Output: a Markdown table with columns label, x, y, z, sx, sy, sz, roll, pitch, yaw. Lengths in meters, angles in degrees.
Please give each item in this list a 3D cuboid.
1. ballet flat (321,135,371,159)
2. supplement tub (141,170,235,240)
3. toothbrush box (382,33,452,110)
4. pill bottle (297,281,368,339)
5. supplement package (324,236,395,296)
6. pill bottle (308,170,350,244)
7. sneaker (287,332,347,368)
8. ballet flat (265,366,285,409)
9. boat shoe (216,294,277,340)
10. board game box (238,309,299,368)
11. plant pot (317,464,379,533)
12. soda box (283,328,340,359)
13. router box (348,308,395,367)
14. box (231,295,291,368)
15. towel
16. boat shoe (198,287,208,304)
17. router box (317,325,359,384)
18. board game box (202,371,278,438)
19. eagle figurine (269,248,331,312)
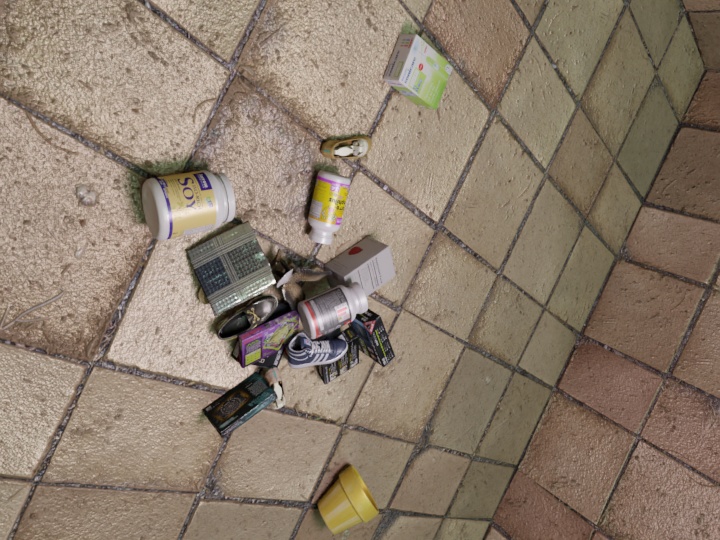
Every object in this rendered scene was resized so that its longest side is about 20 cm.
| label | x | y | z | sx | sy | sz | roll | pitch | yaw |
| --- | --- | --- | --- | --- | --- | --- | --- | --- | --- |
| ballet flat | -0.028 | -0.366 | 1.707 | 0.195 | 0.062 | 0.071 | -19 | 120 | -35 |
| supplement tub | -0.423 | -0.165 | 1.389 | 0.195 | 0.144 | 0.151 | -17 | 119 | -35 |
| toothbrush box | 0.183 | -0.622 | 1.771 | 0.197 | 0.085 | 0.150 | 21 | 93 | -42 |
| pill bottle | -0.082 | 0.115 | 1.689 | 0.195 | 0.116 | 0.119 | -22 | 122 | -19 |
| supplement package | 0.000 | 0.000 | 1.842 | 0.197 | 0.120 | 0.123 | -34 | 127 | -26 |
| pill bottle | -0.099 | -0.188 | 1.690 | 0.102 | 0.103 | 0.207 | 4 | 105 | -41 |
| sneaker | -0.132 | 0.234 | 1.721 | 0.193 | 0.071 | 0.110 | -14 | 141 | -11 |
| ballet flat | -0.268 | 0.393 | 1.780 | 0.066 | 0.068 | 0.205 | -22 | 136 | -21 |
| boat shoe | -0.323 | 0.139 | 1.617 | 0.197 | 0.061 | 0.073 | -32 | 102 | -6 |
| board game box | -0.270 | 0.203 | 1.670 | 0.196 | 0.032 | 0.122 | -23 | 144 | -33 |
| plant pot | -0.056 | 0.878 | 2.124 | 0.186 | 0.202 | 0.204 | -33 | 128 | -5 |
| soda box | -0.157 | 0.231 | 1.840 | 0.196 | 0.063 | 0.071 | -23 | 124 | -33 |
| router box | 0.030 | 0.217 | 1.939 | 0.062 | 0.148 | 0.204 | -36 | 127 | -21 |
| box | -0.289 | 0.190 | 1.722 | 0.158 | 0.043 | 0.206 | 21 | 93 | -43 |
| towel | -0.349 | -0.007 | 1.538 | 0.196 | 0.034 | 0.198 | -27 | 98 | -17 |
| boat shoe | -0.362 | 0.032 | 1.578 | 0.197 | 0.064 | 0.074 | -34 | 127 | -26 |
| router box | -0.075 | 0.285 | 1.876 | 0.146 | 0.051 | 0.203 | -29 | 150 | -19 |
| board game box | -0.359 | 0.399 | 1.685 | 0.197 | 0.134 | 0.029 | -33 | 127 | -25 |
| eagle figurine | -0.191 | 0.026 | 1.677 | 0.198 | 0.150 | 0.155 | 37 | 55 | -27 |
